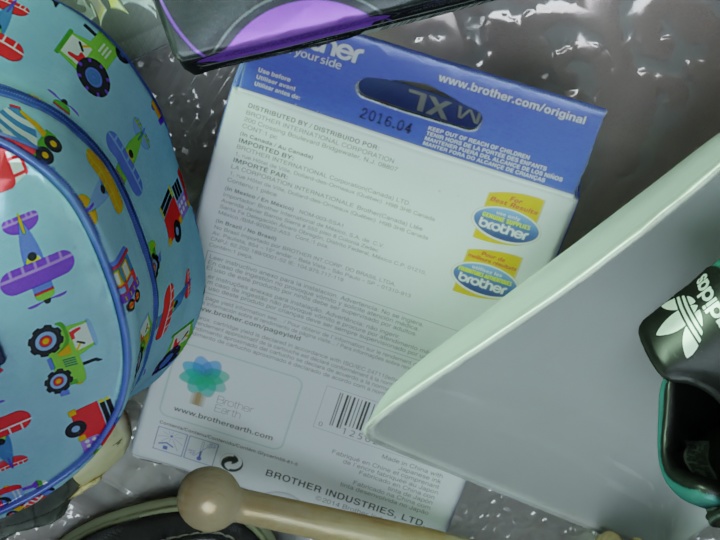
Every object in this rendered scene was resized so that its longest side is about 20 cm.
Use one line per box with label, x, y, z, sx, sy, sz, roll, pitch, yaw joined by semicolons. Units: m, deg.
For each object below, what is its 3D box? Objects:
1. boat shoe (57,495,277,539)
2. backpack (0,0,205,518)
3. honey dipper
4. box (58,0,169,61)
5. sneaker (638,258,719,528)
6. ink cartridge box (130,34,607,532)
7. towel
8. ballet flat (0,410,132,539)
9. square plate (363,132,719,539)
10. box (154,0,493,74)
boat shoe;-0.121;0.150;0.860;0.200;0.066;0.072;-23;113;12
backpack;-0.151;0.012;0.707;0.199;0.135;0.184;-13;119;4
honey dipper;0.032;0.099;0.799;0.199;0.038;0.038;12;116;-11
box;-0.156;-0.120;0.739;0.199;0.048;0.159;-23;115;12
sneaker;0.135;0.057;0.740;0.079;0.072;0.200;-23;138;1
ink cartridge box;0.000;0.000;0.774;0.119;0.042;0.201;17;130;-2
towel;0.101;-0.081;0.762;0.190;0.032;0.201;-26;113;12
ballet flat;-0.158;0.119;0.830;0.200;0.066;0.057;-40;80;2
square plate;0.125;0.015;0.759;0.200;0.029;0.198;-38;143;21
box;-0.019;-0.166;0.641;0.121;0.106;0.201;-13;94;-2
